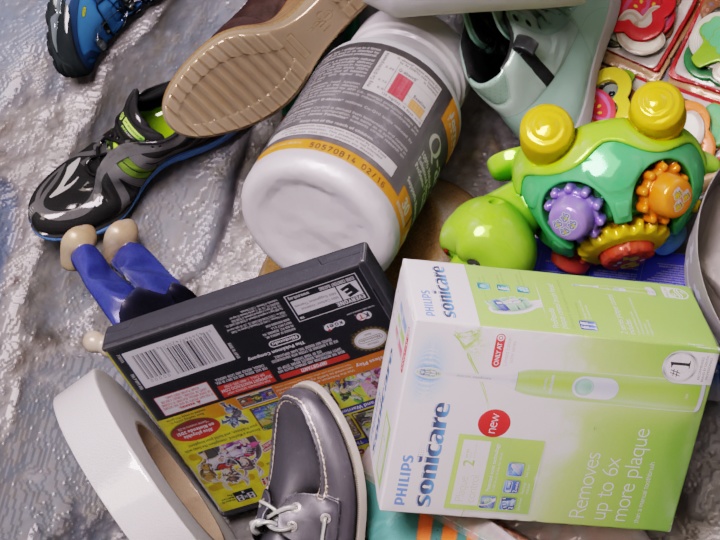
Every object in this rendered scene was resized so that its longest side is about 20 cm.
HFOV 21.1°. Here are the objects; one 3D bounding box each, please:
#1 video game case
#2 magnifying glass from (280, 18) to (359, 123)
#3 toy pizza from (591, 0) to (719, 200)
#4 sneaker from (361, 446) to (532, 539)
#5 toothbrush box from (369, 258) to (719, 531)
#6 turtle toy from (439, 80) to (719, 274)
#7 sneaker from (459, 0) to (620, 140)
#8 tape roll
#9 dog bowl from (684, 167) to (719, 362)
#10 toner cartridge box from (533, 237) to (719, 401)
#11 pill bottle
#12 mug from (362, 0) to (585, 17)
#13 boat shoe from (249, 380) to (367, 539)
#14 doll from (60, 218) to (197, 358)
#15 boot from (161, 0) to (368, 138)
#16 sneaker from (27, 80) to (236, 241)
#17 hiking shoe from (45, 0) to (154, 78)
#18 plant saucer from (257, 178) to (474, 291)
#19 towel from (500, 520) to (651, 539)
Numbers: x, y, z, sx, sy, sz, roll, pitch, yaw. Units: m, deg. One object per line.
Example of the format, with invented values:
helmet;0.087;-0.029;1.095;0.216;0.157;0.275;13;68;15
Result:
video game case;-0.048;0.080;1.333;0.200;0.181;0.026;-18;36;18
magnifying glass;-0.047;-0.137;1.517;0.079;0.022;0.201;2;68;15
toy pizza;0.223;-0.142;1.438;0.200;0.032;0.201;-5;68;13
sneaker;0.066;0.198;1.295;0.200;0.071;0.080;29;89;31
toothbrush box;0.116;0.083;1.264;0.199;0.146;0.086;7;28;-8
turtle toy;0.150;-0.047;1.329;0.199;0.146;0.101;-12;70;3
sneaker;0.129;-0.195;1.415;0.074;0.118;0.201;-13;56;36
tape roll;-0.137;0.158;1.325;0.037;0.203;0.203;-36;65;-1
dog bowl;0.310;0.003;1.305;0.199;0.059;0.201;4;71;-12
toner cartridge box;0.163;0.031;1.370;0.199;0.043;0.095;7;58;18
pill bottle;0.004;-0.091;1.361;0.116;0.117;0.200;12;46;19
mug;0.069;-0.232;1.334;0.153;0.187;0.150;-12;63;3
boat shoe;-0.039;0.176;1.291;0.073;0.063;0.201;-2;94;50
doll;-0.148;0.038;1.426;0.200;0.136;0.049;43;126;34
boot;-0.070;-0.179;1.463;0.200;0.166;0.072;-37;108;0
sneaker;-0.180;-0.099;1.501;0.199;0.083;0.071;-36;63;-1
hiking shoe;-0.187;-0.243;1.565;0.086;0.074;0.200;16;74;21
plant saucer;0.000;0.000;1.404;0.200;0.035;0.201;-16;47;19
towel;0.092;0.200;1.341;0.191;0.032;0.200;-37;65;-1
